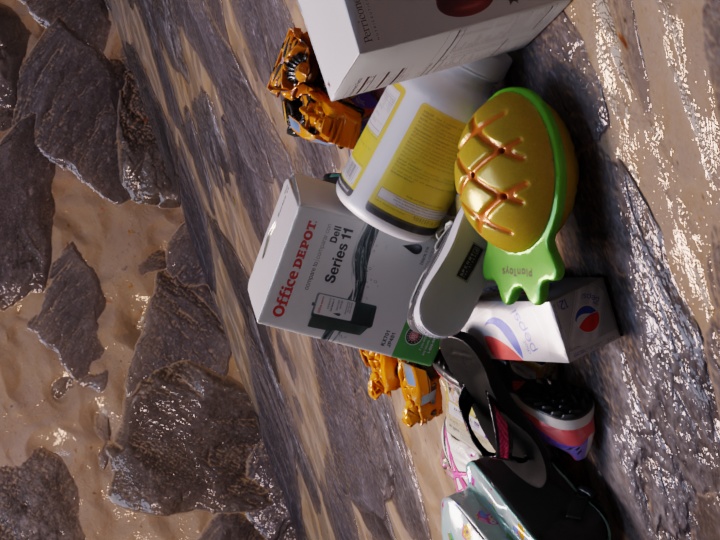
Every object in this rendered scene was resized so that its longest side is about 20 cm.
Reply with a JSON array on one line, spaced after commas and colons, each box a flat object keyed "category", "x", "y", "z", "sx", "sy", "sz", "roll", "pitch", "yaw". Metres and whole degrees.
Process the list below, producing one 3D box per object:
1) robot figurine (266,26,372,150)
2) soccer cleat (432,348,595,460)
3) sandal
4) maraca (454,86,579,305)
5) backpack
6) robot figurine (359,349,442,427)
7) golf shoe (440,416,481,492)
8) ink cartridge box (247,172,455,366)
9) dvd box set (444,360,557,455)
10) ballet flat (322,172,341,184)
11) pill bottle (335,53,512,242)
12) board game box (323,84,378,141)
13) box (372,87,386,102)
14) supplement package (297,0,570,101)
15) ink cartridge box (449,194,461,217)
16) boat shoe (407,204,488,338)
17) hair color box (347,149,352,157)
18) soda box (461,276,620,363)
[{"category": "robot figurine", "x": -0.039, "y": -0.199, "z": 1.729, "sx": 0.200, "sy": 0.058, "sz": 0.145, "roll": 39, "pitch": 110, "yaw": 60}, {"category": "soccer cleat", "x": 0.155, "y": 0.134, "z": 1.718, "sx": 0.200, "sy": 0.068, "sz": 0.073, "roll": 22, "pitch": 136, "yaw": 36}, {"category": "sandal", "x": 0.127, "y": 0.147, "z": 1.664, "sx": 0.075, "sy": 0.045, "sz": 0.200, "roll": 3, "pitch": 133, "yaw": 49}, {"category": "maraca", "x": 0.144, "y": -0.068, "z": 1.525, "sx": 0.137, "sy": 0.107, "sz": 0.200, "roll": 1, "pitch": 95, "yaw": 61}, {"category": "backpack", "x": 0.179, "y": 0.304, "z": 1.767, "sx": 0.176, "sy": 0.153, "sz": 0.200, "roll": 45, "pitch": 159, "yaw": 45}, {"category": "robot figurine", "x": 0.038, "y": 0.076, "z": 1.891, "sx": 0.145, "sy": 0.058, "sz": 0.200, "roll": 34, "pitch": 147, "yaw": 46}, {"category": "golf shoe", "x": 0.144, "y": 0.237, "z": 1.987, "sx": 0.200, "sy": 0.072, "sz": 0.092, "roll": -124, "pitch": 23, "yaw": -51}, {"category": "ink cartridge box", "x": 0.000, "y": 0.000, "z": 1.725, "sx": 0.083, "sy": 0.200, "sz": 0.147, "roll": -108, "pitch": 35, "yaw": -63}, {"category": "dvd box set", "x": 0.152, "y": 0.135, "z": 1.819, "sx": 0.146, "sy": 0.029, "sz": 0.200, "roll": 31, "pitch": 142, "yaw": 35}, {"category": "ballet flat", "x": -0.041, "y": -0.029, "z": 1.908, "sx": 0.068, "sy": 0.068, "sz": 0.200, "roll": -65, "pitch": -6, "yaw": -62}, {"category": "pill bottle", "x": 0.066, "y": -0.137, "z": 1.625, "sx": 0.200, "sy": 0.112, "sz": 0.112, "roll": -61, "pitch": 33, "yaw": 18}, {"category": "board game box", "x": 0.034, "y": -0.107, "z": 1.807, "sx": 0.200, "sy": 0.045, "sz": 0.135, "roll": 59, "pitch": 180, "yaw": -34}, {"category": "box", "x": 0.047, "y": -0.274, "z": 1.718, "sx": 0.100, "sy": 0.095, "sz": 0.200, "roll": -121, "pitch": 20, "yaw": -48}, {"category": "supplement package", "x": 0.049, "y": -0.282, "z": 1.485, "sx": 0.147, "sy": 0.200, "sz": 0.192, "roll": 138, "pitch": 114, "yaw": -75}, {"category": "ink cartridge box", "x": 0.127, "y": -0.061, "z": 1.764, "sx": 0.200, "sy": 0.047, "sz": 0.198, "roll": 165, "pitch": 87, "yaw": -74}, {"category": "boat shoe", "x": 0.109, "y": -0.022, "z": 1.617, "sx": 0.200, "sy": 0.074, "sz": 0.068, "roll": -63, "pitch": 16, "yaw": -8}, {"category": "hair color box", "x": 0.025, "y": -0.144, "z": 2.031, "sx": 0.100, "sy": 0.060, "sz": 0.200, "roll": -132, "pitch": 29, "yaw": -59}, {"category": "soda box", "x": 0.159, "y": 0.047, "z": 1.610, "sx": 0.200, "sy": 0.068, "sz": 0.064, "roll": -2, "pitch": 109, "yaw": 60}]
